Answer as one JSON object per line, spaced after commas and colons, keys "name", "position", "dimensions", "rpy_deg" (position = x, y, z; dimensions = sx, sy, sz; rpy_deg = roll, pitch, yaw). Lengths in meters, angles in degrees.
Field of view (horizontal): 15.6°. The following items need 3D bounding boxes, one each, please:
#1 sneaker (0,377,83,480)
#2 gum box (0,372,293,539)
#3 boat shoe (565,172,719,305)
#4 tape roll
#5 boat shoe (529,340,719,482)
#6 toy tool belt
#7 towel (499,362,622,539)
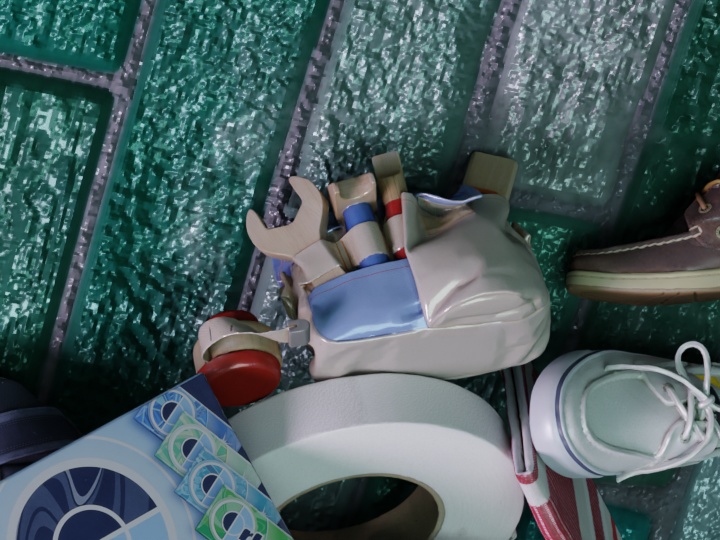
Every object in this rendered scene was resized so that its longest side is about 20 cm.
{"name": "sneaker", "position": [-0.223, 0.137, 1.369], "dimensions": [0.202, 0.146, 0.077], "rpy_deg": [-20, 151, -29]}
{"name": "gum box", "position": [-0.124, 0.171, 1.314], "dimensions": [0.200, 0.045, 0.170], "rpy_deg": [-29, 88, -29]}
{"name": "boat shoe", "position": [0.213, -0.022, 1.500], "dimensions": [0.199, 0.072, 0.072], "rpy_deg": [-7, 84, -3]}
{"name": "tape roll", "position": [-0.008, 0.131, 1.456], "dimensions": [0.202, 0.037, 0.203], "rpy_deg": [-10, 142, -8]}
{"name": "boat shoe", "position": [0.178, 0.080, 1.463], "dimensions": [0.202, 0.086, 0.075], "rpy_deg": [7, 77, -52]}
{"name": "toy tool belt", "position": [0.000, 0.000, 1.423], "dimensions": [0.199, 0.123, 0.125], "rpy_deg": [-10, 148, -6]}
{"name": "towel", "position": [0.124, 0.152, 1.496], "dimensions": [0.023, 0.144, 0.200], "rpy_deg": [-23, 118, 11]}
